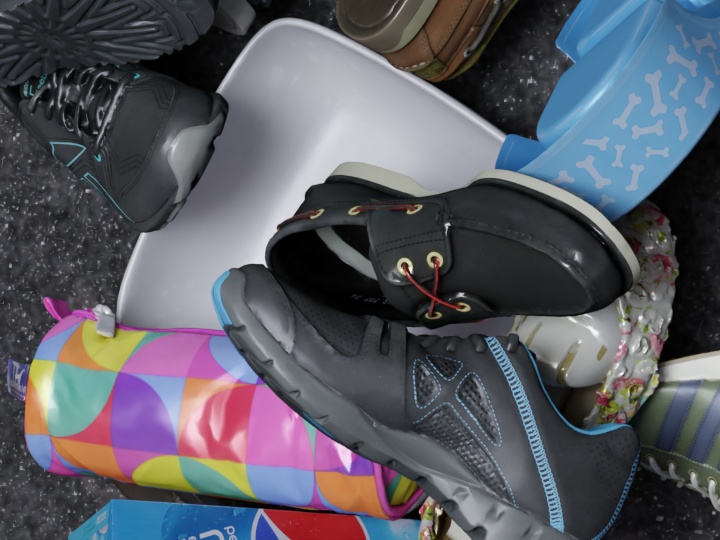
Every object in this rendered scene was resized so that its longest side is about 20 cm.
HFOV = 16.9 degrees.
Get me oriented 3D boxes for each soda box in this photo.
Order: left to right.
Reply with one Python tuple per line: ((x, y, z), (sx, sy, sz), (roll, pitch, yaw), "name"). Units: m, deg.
((-0.032, 0.151, 1.132), (0.068, 0.199, 0.065), (138, 133, -57), "soda box")

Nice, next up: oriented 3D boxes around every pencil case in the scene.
((-0.064, 0.064, 1.132), (0.199, 0.088, 0.089), (7, 93, 21), "pencil case")

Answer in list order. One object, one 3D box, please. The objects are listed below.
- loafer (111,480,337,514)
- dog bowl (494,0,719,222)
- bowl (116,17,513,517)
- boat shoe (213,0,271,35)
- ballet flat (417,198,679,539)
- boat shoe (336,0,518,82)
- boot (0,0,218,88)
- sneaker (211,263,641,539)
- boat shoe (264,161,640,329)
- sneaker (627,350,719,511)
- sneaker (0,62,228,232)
((-0.065, 0.126, 1.227), (0.200, 0.073, 0.071), (48, 138, 15), "loafer")
((0.127, -0.095, 1.074), (0.050, 0.200, 0.111), (40, 132, -10), "dog bowl")
((0.000, 0.000, 1.185), (0.199, 0.075, 0.201), (34, 103, 20), "bowl")
((-0.107, -0.183, 1.222), (0.062, 0.075, 0.200), (-51, 45, -6), "boat shoe")
((0.083, 0.060, 1.086), (0.075, 0.064, 0.201), (27, 103, 23), "ballet flat")
((0.068, -0.179, 1.112), (0.200, 0.068, 0.072), (-53, 41, 13), "boat shoe")
((-0.127, -0.196, 1.161), (0.164, 0.066, 0.201), (-7, 60, 30), "boot")
((0.027, 0.051, 1.030), (0.200, 0.073, 0.082), (36, 87, -9), "sneaker")
((0.037, -0.003, 1.051), (0.201, 0.063, 0.074), (8, 137, 50), "boat shoe")
((0.169, 0.083, 1.114), (0.199, 0.067, 0.090), (-11, 81, 20), "sneaker")
((-0.126, -0.069, 1.177), (0.079, 0.200, 0.076), (30, 85, -22), "sneaker")
